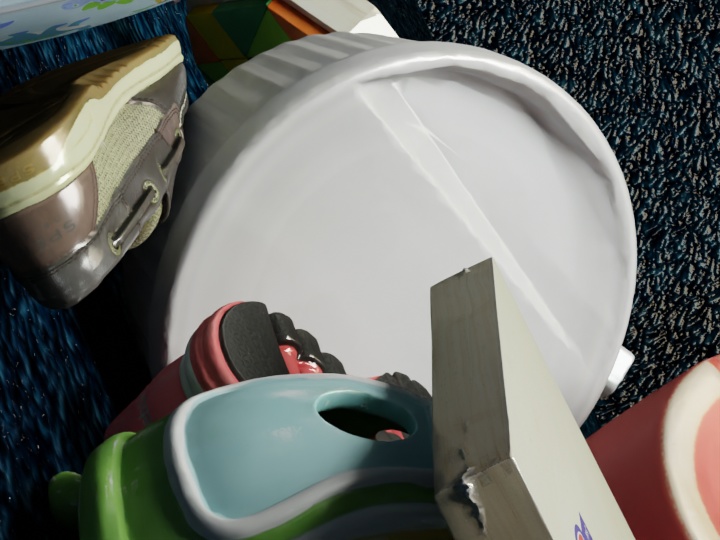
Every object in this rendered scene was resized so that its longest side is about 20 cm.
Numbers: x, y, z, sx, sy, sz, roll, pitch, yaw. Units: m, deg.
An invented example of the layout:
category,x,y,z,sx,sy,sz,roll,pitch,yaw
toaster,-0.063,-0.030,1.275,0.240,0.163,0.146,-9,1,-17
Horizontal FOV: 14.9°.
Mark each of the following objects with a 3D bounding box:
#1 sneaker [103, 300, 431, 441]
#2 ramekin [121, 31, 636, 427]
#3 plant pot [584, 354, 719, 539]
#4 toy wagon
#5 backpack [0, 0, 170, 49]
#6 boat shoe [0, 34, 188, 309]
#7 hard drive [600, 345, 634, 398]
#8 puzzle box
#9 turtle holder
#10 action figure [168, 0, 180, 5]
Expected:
category,x,y,z,sx,sy,sz,roll,pitch,yaw
sneaker,-0.020,0.077,0.993,0.200,0.087,0.074,35,27,-47
ramekin,0.000,0.000,1.068,0.203,0.202,0.094,60,-12,-30
plant pot,0.135,0.138,1.076,0.199,0.178,0.201,17,47,-19
toy wagon,-0.029,-0.089,1.331,0.155,0.040,0.200,52,-23,-20
backpack,-0.102,-0.153,0.902,0.200,0.182,0.148,-116,-173,-79
boat shoe,-0.099,-0.035,0.977,0.200,0.073,0.065,-57,127,-70
hard drive,0.026,0.001,1.338,0.199,0.026,0.132,36,-16,-8
puzzle box,0.060,0.083,0.825,0.134,0.025,0.200,63,8,-13
turtle holder,-0.019,0.101,0.819,0.185,0.131,0.142,-16,81,-83
action figure,-0.132,-0.179,1.201,0.133,0.150,0.200,26,26,3
